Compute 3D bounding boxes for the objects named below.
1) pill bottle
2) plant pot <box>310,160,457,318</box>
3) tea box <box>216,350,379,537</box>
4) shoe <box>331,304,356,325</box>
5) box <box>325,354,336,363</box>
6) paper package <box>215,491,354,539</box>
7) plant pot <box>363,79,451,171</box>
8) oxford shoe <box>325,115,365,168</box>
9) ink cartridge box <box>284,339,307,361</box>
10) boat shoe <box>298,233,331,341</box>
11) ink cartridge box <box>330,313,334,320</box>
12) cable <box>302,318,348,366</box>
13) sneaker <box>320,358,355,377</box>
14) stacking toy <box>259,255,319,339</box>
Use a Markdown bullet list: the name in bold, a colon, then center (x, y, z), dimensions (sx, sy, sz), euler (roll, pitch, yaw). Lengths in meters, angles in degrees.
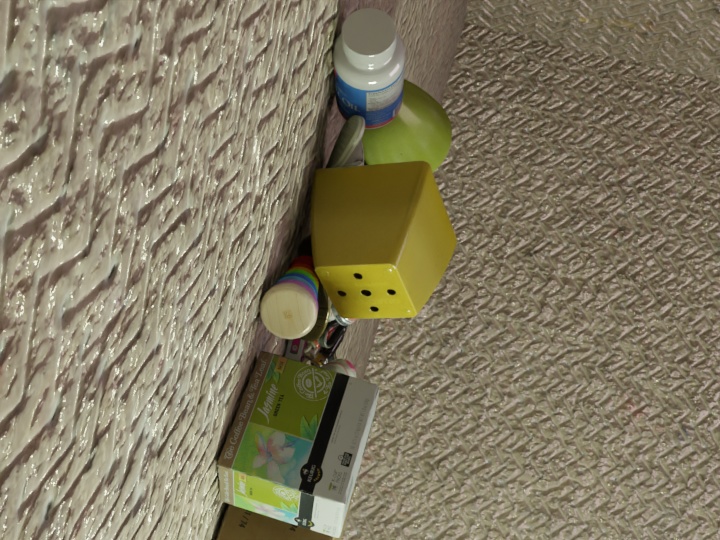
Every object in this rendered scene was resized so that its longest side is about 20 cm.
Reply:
- **pill bottle**: center (0.013, -0.313, 1.537), dimensions (0.200, 0.111, 0.113), euler (88, 18, -69)
- **plant pot**: center (0.026, -0.035, 1.581), dimensions (0.201, 0.197, 0.178), euler (64, 32, -46)
- **tea box**: center (-0.092, 0.259, 1.495), dimensions (0.134, 0.194, 0.202), euler (97, 9, -54)
- **shoe**: center (0.000, 0.000, 1.760), dimensions (0.071, 0.090, 0.202), euler (43, 34, -37)
- **box**: center (-0.066, 0.200, 1.953), dimensions (0.200, 0.048, 0.163), euler (110, -28, -88)
- **paper package**: center (-0.124, 0.413, 1.584), dimensions (0.104, 0.188, 0.202), euler (87, 18, -63)
- **plant pot**: center (0.060, -0.283, 1.862), dimensions (0.200, 0.185, 0.189), euler (38, 66, -67)
- **oxford shoe**: center (-0.017, -0.182, 1.619), dimensions (0.200, 0.057, 0.076), euler (119, -16, -57)
- **ink cartridge box**: center (-0.095, 0.066, 1.798), dimensions (0.095, 0.037, 0.203), euler (-36, 138, -81)
- **boat shoe**: center (-0.077, 0.025, 1.696), dimensions (0.063, 0.072, 0.203), euler (-55, 152, -60)
- **ink cartridge box**: center (-0.034, 0.018, 1.917), dimensions (0.201, 0.066, 0.117), euler (-82, -174, -47)
- **cable**: center (-0.045, 0.092, 1.799), dimensions (0.201, 0.050, 0.098), euler (-59, 159, -33)
- **sneaker**: center (-0.089, 0.232, 1.731), dimensions (0.200, 0.081, 0.088), euler (-44, 167, 7)
- **stacking toy**: center (-0.095, 0.031, 1.527), dimensions (0.200, 0.084, 0.086), euler (-72, 175, -71)
